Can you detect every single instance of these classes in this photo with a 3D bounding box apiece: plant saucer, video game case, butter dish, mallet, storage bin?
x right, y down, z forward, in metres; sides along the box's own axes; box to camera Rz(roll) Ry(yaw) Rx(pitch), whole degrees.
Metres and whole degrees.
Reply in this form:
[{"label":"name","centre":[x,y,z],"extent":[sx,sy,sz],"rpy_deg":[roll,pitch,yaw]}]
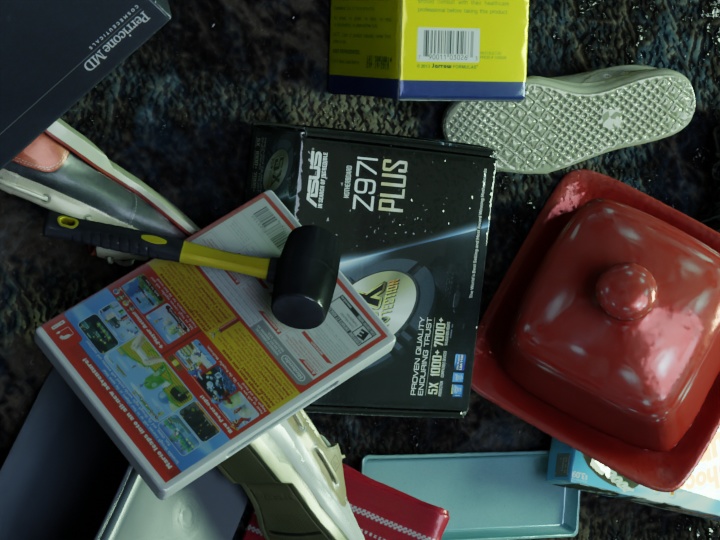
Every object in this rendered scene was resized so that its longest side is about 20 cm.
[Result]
[{"label":"plant saucer","centre":[0.083,0.173,1.798],"extent":[0.199,0.019,0.070],"rpy_deg":[1,96,-28]},{"label":"video game case","centre":[-0.095,0.045,1.552],"extent":[0.200,0.017,0.143],"rpy_deg":[-32,71,-27]},{"label":"butter dish","centre":[0.196,0.031,1.732],"extent":[0.199,0.148,0.201],"rpy_deg":[29,81,11]},{"label":"mallet","centre":[-0.112,-0.003,1.547],"extent":[0.199,0.041,0.066],"rpy_deg":[6,52,-4]},{"label":"storage bin","centre":[-0.165,0.163,1.593],"extent":[0.134,0.145,0.201],"rpy_deg":[50,48,-34]}]

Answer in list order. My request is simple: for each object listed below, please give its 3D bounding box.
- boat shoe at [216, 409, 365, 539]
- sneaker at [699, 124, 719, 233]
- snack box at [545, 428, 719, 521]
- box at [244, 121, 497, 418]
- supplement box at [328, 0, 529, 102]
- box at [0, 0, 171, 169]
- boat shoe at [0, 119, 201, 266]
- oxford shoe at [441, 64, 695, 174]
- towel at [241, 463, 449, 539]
[{"label":"boat shoe","centre":[-0.040,0.143,1.613],"extent":[0.069,0.074,0.200],"rpy_deg":[-61,138,-32]},{"label":"sneaker","centre":[0.295,-0.054,1.855],"extent":[0.199,0.076,0.115],"rpy_deg":[-40,111,-22]},{"label":"snack box","centre":[0.242,0.129,1.857],"extent":[0.199,0.037,0.117],"rpy_deg":[14,77,-30]},{"label":"box","centre":[0.000,0.000,1.692],"extent":[0.163,0.086,0.201],"rpy_deg":[5,94,-28]},{"label":"supplement box","centre":[0.050,-0.223,1.677],"extent":[0.109,0.109,0.201],"rpy_deg":[-2,98,-28]},{"label":"box","centre":[-0.254,-0.174,1.480],"extent":[0.200,0.104,0.182],"rpy_deg":[-39,115,10]},{"label":"boat shoe","centre":[-0.172,-0.040,1.602],"extent":[0.200,0.071,0.063],"rpy_deg":[37,89,-32]},{"label":"oxford shoe","centre":[0.156,-0.118,1.783],"extent":[0.199,0.058,0.076],"rpy_deg":[-10,108,-12]},{"label":"towel","centre":[-0.031,0.239,1.688],"extent":[0.201,0.144,0.022],"rpy_deg":[-68,157,-5]}]
